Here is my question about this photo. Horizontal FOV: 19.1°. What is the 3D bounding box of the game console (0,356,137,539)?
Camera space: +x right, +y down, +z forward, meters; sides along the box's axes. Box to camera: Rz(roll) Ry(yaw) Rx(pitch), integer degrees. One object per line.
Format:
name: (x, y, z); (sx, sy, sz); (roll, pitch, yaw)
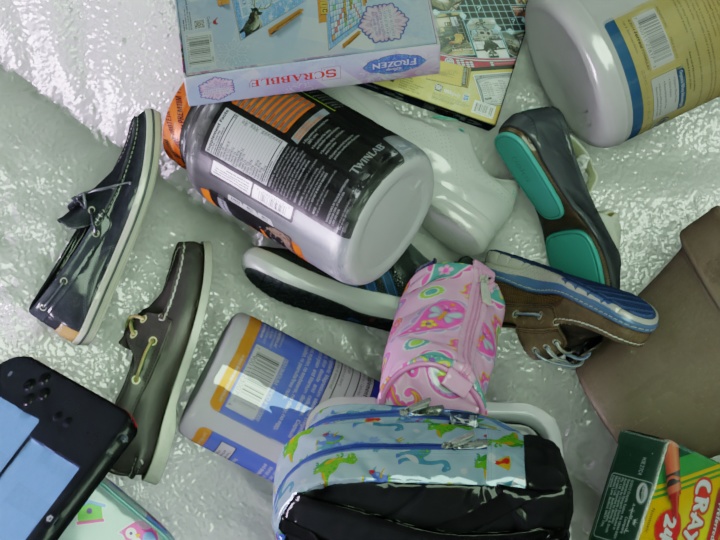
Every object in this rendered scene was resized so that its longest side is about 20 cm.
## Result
game console: (-0.281, 0.167, 1.662); (0.200, 0.177, 0.031); (-54, 130, -13)

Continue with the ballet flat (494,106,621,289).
ballet flat: (0.179, -0.048, 1.769); (0.073, 0.073, 0.200); (-29, 107, -7)

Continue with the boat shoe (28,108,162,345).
boat shoe: (-0.211, -0.040, 1.727); (0.062, 0.075, 0.200); (22, 90, -12)

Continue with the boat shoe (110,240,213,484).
boat shoe: (-0.166, 0.069, 1.727); (0.060, 0.072, 0.202); (14, 88, -10)

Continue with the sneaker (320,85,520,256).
sneaker: (0.043, -0.104, 1.770); (0.200, 0.075, 0.089); (41, 67, -5)

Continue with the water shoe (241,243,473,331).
water shoe: (0.000, 0.000, 1.758); (0.199, 0.071, 0.079); (17, 75, -15)

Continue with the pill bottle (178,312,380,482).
pill bottle: (-0.036, 0.125, 1.721); (0.200, 0.112, 0.112); (28, 85, -6)

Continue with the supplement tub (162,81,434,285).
supplement tub: (-0.052, -0.084, 1.695); (0.200, 0.123, 0.123); (32, 84, 24)

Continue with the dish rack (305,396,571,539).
dish rack: (0.057, 0.182, 1.626); (0.199, 0.044, 0.172); (2, 57, -7)

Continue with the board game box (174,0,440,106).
board game box: (-0.049, -0.232, 1.693); (0.199, 0.041, 0.200); (-7, 59, -2)

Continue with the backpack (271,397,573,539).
backpack: (0.035, 0.171, 1.522); (0.199, 0.163, 0.154); (-6, 44, -10)

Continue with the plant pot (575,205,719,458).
plant pot: (0.274, 0.076, 1.733); (0.174, 0.200, 0.200); (-34, 92, 10)

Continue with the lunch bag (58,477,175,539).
lunch bag: (-0.247, 0.258, 1.708); (0.160, 0.077, 0.200); (39, 84, -5)

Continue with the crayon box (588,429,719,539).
crayon box: (0.263, 0.213, 1.686); (0.200, 0.051, 0.127); (24, 81, -43)

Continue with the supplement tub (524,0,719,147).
supplement tub: (0.250, -0.200, 1.748); (0.200, 0.145, 0.145); (-25, 91, -12)

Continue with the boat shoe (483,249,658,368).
boat shoe: (0.164, 0.040, 1.717); (0.072, 0.200, 0.073); (13, 95, -31)

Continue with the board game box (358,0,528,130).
board game box: (0.037, -0.212, 1.782); (0.199, 0.035, 0.136); (19, 85, -5)

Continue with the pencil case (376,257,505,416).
pencil case: (0.064, 0.062, 1.635); (0.087, 0.200, 0.088); (4, 115, 8)
